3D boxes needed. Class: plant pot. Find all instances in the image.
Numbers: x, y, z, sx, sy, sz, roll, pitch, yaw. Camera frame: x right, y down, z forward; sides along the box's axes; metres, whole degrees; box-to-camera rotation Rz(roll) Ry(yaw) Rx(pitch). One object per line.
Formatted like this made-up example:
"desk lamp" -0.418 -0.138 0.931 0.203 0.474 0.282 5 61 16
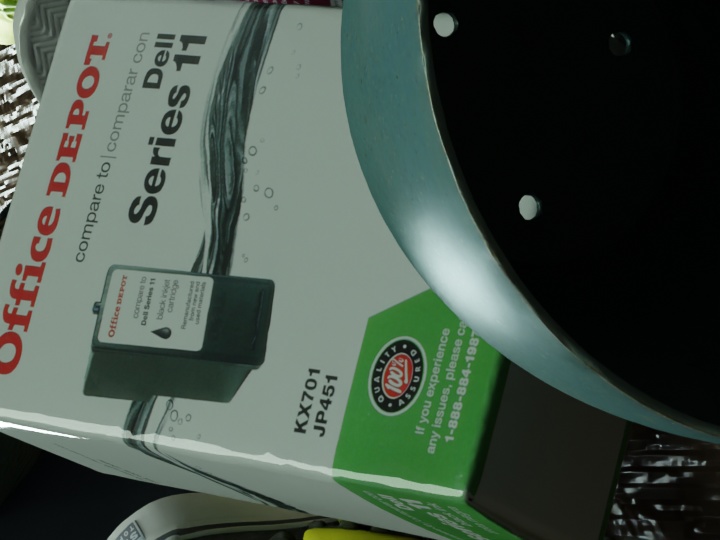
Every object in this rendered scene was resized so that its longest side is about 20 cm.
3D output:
"plant pot" 0.074 -0.053 0.743 0.135 0.199 0.201 -10 92 64

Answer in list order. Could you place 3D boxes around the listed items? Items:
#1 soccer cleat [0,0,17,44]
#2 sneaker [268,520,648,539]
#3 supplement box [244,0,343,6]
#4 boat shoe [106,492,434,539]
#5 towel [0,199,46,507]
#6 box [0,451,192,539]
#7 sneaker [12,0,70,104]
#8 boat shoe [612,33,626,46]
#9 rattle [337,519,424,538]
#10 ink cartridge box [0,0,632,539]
"soccer cleat" -0.139 -0.142 1.234 0.084 0.064 0.200 60 156 20
"sneaker" 0.056 0.139 0.946 0.078 0.199 0.085 75 -158 -47
"supplement box" -0.030 -0.137 1.013 0.200 0.086 0.111 29 148 31
"boat shoe" 0.001 0.117 1.060 0.068 0.199 0.072 48 121 39
"towel" -0.139 0.028 1.248 0.147 0.022 0.201 -61 -12 -48
"box" -0.088 0.180 1.295 0.197 0.117 0.201 -55 -34 -63
"sneaker" -0.075 -0.069 1.195 0.200 0.074 0.116 39 -175 -32
"boat shoe" 0.081 -0.080 0.922 0.076 0.060 0.201 172 86 -69
"rattle" 0.000 0.000 1.039 0.130 0.143 0.200 40 -176 -27
"ink cartridge box" -0.012 -0.002 0.889 0.199 0.083 0.147 6 76 36
